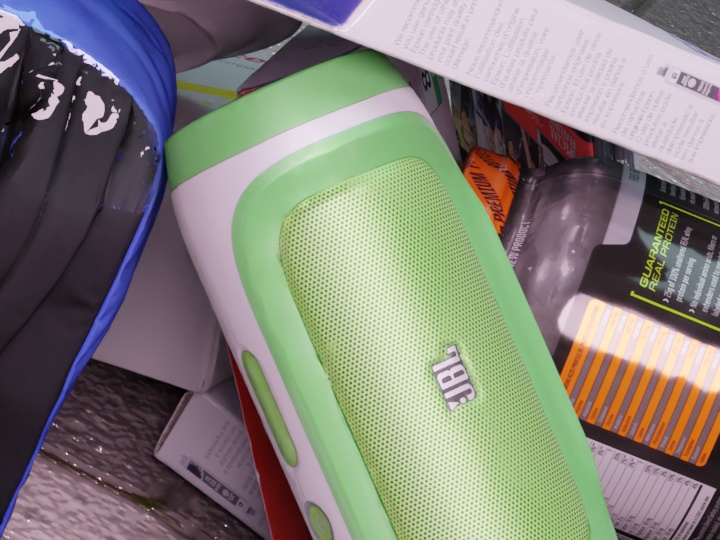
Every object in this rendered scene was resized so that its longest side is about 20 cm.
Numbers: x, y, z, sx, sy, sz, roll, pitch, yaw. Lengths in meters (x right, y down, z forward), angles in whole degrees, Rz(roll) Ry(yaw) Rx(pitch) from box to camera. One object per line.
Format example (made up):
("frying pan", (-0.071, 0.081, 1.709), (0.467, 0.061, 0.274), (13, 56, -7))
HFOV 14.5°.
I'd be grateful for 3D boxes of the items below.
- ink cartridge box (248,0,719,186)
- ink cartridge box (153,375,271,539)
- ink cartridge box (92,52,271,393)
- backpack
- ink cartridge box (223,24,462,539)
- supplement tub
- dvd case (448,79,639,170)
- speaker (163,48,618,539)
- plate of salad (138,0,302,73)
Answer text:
("ink cartridge box", (0.003, -0.100, 0.917), (0.200, 0.043, 0.196), (20, 9, -33))
("ink cartridge box", (0.044, 0.091, 1.124), (0.200, 0.041, 0.200), (36, 24, 13))
("ink cartridge box", (-0.075, -0.032, 1.137), (0.145, 0.084, 0.200), (16, 18, 19))
("backpack", (-0.156, -0.026, 0.932), (0.162, 0.200, 0.168), (23, 24, -13))
("ink cartridge box", (0.000, 0.000, 1.017), (0.050, 0.161, 0.200), (-9, 15, 15))
("supplement tub", (0.112, 0.038, 0.970), (0.200, 0.123, 0.123), (22, 23, 0))
("dvd case", (0.071, -0.025, 1.092), (0.022, 0.200, 0.146), (-15, 30, -15))
("speaker", (0.013, 0.038, 0.859), (0.088, 0.088, 0.200), (-21, 87, -61))
("plate of salad", (-0.119, -0.109, 1.034), (0.200, 0.048, 0.200), (4, -9, 1))
